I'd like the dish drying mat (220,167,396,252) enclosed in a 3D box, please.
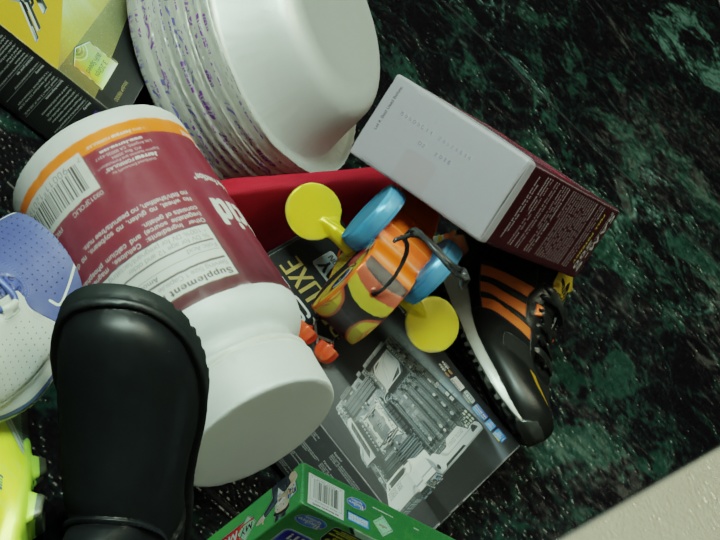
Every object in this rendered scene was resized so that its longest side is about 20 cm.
[{"bbox_3d":[-0.053,-0.039,1.159,0.200,0.077,0.018,-8,58,-51],"label":"dish drying mat"}]

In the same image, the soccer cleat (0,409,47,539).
[{"bbox_3d":[-0.202,0.090,0.899,0.084,0.065,0.200,-1,57,-13],"label":"soccer cleat"}]

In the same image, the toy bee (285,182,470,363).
[{"bbox_3d":[0.000,0.000,1.089,0.131,0.109,0.200,47,8,12],"label":"toy bee"}]

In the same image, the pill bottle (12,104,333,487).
[{"bbox_3d":[-0.104,0.014,0.995,0.114,0.114,0.200,-1,50,-49],"label":"pill bottle"}]

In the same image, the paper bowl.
[{"bbox_3d":[-0.060,-0.156,1.186,0.201,0.104,0.201,46,35,-47],"label":"paper bowl"}]

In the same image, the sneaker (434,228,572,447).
[{"bbox_3d":[0.111,0.031,1.223,0.200,0.090,0.070,-111,177,-47],"label":"sneaker"}]

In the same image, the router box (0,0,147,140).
[{"bbox_3d":[-0.200,-0.183,1.155,0.157,0.052,0.200,38,36,-17],"label":"router box"}]

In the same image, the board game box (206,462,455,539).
[{"bbox_3d":[0.008,0.186,0.957,0.200,0.135,0.029,30,38,-25],"label":"board game box"}]

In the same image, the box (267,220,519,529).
[{"bbox_3d":[-0.006,0.075,1.123,0.200,0.050,0.158,52,33,4],"label":"box"}]

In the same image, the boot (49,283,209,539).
[{"bbox_3d":[-0.116,0.130,0.843,0.076,0.200,0.168,2,42,0],"label":"boot"}]

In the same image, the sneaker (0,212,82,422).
[{"bbox_3d":[-0.206,0.034,0.826,0.081,0.115,0.199,34,55,13],"label":"sneaker"}]

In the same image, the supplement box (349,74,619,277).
[{"bbox_3d":[0.085,-0.057,1.151,0.109,0.061,0.200,36,9,24],"label":"supplement box"}]
